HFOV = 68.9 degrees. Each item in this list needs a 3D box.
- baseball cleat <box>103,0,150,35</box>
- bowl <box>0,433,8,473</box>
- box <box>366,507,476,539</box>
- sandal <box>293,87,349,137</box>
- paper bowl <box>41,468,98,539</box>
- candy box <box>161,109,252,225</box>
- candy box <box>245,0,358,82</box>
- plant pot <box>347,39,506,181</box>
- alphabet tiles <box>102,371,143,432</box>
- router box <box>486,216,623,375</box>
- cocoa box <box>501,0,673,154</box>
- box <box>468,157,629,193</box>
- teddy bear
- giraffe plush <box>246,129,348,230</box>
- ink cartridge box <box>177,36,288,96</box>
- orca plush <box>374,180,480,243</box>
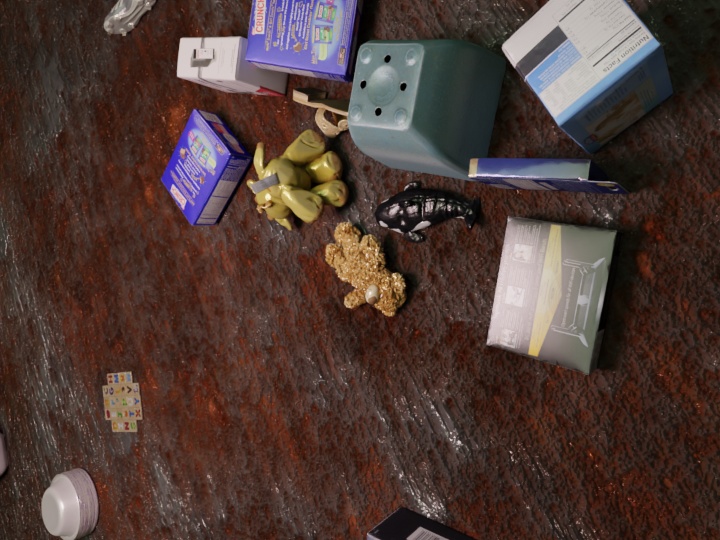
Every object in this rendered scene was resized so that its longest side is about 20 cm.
[{"bbox_3d":[-0.625,-0.725,1.427,0.197,0.069,0.109,-19,73,25],"label":"baseball cleat"},{"bbox_3d":[-1.425,0.715,2.018,0.198,0.074,0.203,-31,72,32],"label":"bowl"},{"bbox_3d":[0.112,0.543,0.864,0.197,0.122,0.203,7,96,36],"label":"box"},{"bbox_3d":[-0.057,-0.296,1.019,0.210,0.077,0.071,33,129,37],"label":"sandal"},{"bbox_3d":[-0.903,0.727,1.620,0.197,0.104,0.206,-1,89,35],"label":"paper bowl"},{"bbox_3d":[-0.361,-0.234,1.217,0.170,0.076,0.201,49,116,24],"label":"candy box"},{"bbox_3d":[-0.104,-0.460,0.988,0.196,0.077,0.173,11,98,6],"label":"candy box"},{"bbox_3d":[0.087,-0.265,0.824,0.194,0.198,0.200,16,99,34],"label":"plant pot"},{"bbox_3d":[-0.689,0.380,1.517,0.197,0.006,0.170,-12,84,36],"label":"alphabet tiles"},{"bbox_3d":[0.282,0.031,0.774,0.155,0.052,0.205,14,99,36],"label":"router box"},{"bbox_3d":[0.295,-0.254,0.670,0.133,0.198,0.133,-38,70,29],"label":"cocoa box"},{"bbox_3d":[0.267,-0.133,0.741,0.197,0.120,0.033,11,96,35],"label":"box"},{"bbox_3d":[0.000,0.000,0.971,0.145,0.066,0.202,-40,68,32],"label":"teddy bear"},{"bbox_3d":[-0.142,-0.157,1.034,0.162,0.197,0.176,-30,75,62],"label":"giraffe plush"},{"bbox_3d":[-0.270,-0.431,1.115,0.197,0.146,0.085,17,102,35],"label":"ink cartridge box"},{"bbox_3d":[0.098,-0.097,0.895,0.197,0.071,0.108,19,102,34],"label":"orca plush"}]
